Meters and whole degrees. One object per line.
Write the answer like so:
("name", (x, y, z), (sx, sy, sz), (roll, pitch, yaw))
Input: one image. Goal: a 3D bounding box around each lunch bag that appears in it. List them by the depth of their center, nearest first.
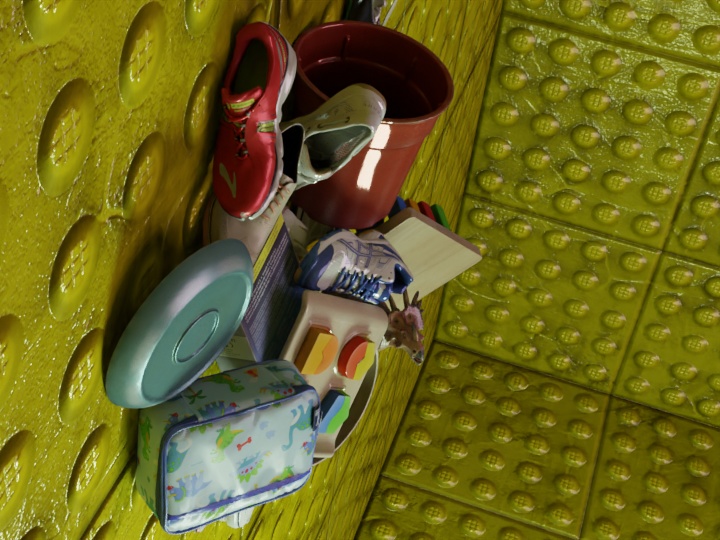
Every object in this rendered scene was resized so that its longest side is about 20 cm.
("lunch bag", (-0.141, 0.191, 1.283), (0.199, 0.082, 0.162), (-12, 127, -33))

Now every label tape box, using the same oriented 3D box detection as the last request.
("label tape box", (-0.131, 0.016, 1.367), (0.201, 0.066, 0.144), (72, 32, -45))

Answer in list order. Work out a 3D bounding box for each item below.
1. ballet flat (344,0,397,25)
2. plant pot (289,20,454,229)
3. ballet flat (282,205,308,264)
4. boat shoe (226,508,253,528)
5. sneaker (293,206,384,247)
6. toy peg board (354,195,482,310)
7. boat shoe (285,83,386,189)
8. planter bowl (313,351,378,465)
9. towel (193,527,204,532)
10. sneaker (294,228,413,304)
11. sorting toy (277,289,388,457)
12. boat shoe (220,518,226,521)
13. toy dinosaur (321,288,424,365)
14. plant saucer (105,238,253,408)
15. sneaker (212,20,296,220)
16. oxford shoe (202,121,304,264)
("ballet flat", (0.023, -0.394, 1.578), (0.073, 0.073, 0.201), (-58, 161, -59))
("plant pot", (-0.006, -0.170, 1.468), (0.201, 0.199, 0.196), (-63, 173, -48))
("ballet flat", (-0.098, -0.038, 1.482), (0.200, 0.067, 0.068), (86, 22, -64))
("boat shoe", (-0.146, 0.296, 1.771), (0.074, 0.066, 0.202), (-19, 124, -78))
("sneaker", (-0.025, -0.083, 1.680), (0.201, 0.115, 0.076), (-59, 163, -55))
("toy peg board", (0.032, -0.032, 1.672), (0.199, 0.199, 0.098), (26, 37, -52))
("boat shoe", (-0.054, -0.133, 1.329), (0.200, 0.071, 0.070), (-35, -148, 37))
("planter bowl", (-0.091, 0.135, 1.521), (0.200, 0.134, 0.202), (-32, 134, -41))
("towel", (-0.182, 0.253, 1.628), (0.200, 0.023, 0.145), (-52, 156, -65))
("sneaker", (0.000, 0.000, 1.452), (0.200, 0.088, 0.075), (-15, 145, -56))
("sorting toy", (-0.045, 0.132, 1.428), (0.185, 0.036, 0.201), (15, 97, -56))
("boat shoe", (-0.201, 0.267, 1.429), (0.202, 0.060, 0.073), (81, -5, -71))
("toy dinosaur", (0.012, 0.055, 1.570), (0.086, 0.199, 0.136), (-57, 167, -25))
("plant saucer", (-0.168, 0.059, 1.156), (0.200, 0.027, 0.200), (-47, 163, -20))
("sneaker", (-0.119, -0.153, 1.188), (0.085, 0.076, 0.202), (24, 72, -75))
("oxford shoe", (-0.111, -0.078, 1.255), (0.071, 0.074, 0.201), (32, 58, -34))
